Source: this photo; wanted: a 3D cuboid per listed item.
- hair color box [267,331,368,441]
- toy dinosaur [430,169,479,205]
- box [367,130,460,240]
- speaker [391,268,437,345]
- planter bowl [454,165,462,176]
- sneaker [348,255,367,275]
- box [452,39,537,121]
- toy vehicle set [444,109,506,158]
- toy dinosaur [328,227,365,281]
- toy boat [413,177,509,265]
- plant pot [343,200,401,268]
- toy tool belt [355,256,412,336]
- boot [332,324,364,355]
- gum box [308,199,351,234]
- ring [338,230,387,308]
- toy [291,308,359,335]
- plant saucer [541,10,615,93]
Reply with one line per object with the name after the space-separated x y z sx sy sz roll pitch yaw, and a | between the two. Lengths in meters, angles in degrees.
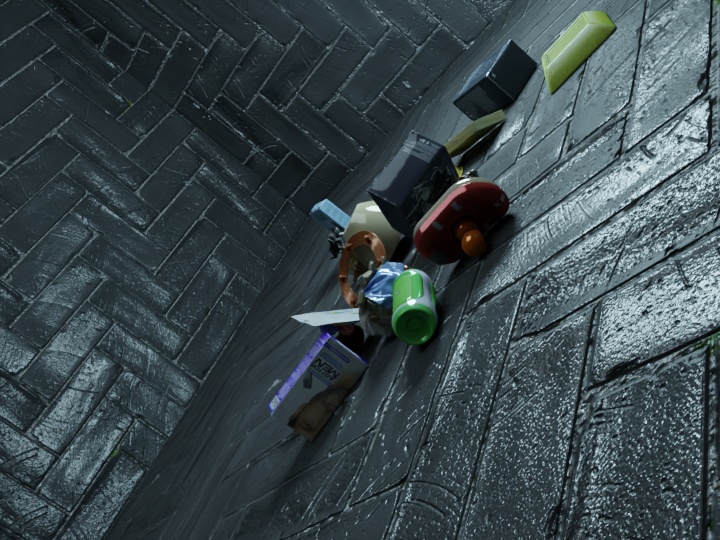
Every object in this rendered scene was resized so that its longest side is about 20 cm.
-0.089 0.241 1.575 0.200 0.109 0.065 -53 16 -2 | hair color box
0.209 -0.155 1.737 0.136 0.102 0.200 80 -150 -74 | toy dinosaur
0.136 -0.191 1.787 0.182 0.104 0.200 -53 -31 -7 | box
0.101 0.065 1.433 0.088 0.088 0.200 -48 12 17 | speaker
0.179 -0.226 2.032 0.200 0.083 0.200 -49 12 14 | planter bowl
0.033 -0.065 2.203 0.200 0.076 0.088 -50 -11 21 | sneaker
0.375 -0.525 2.120 0.149 0.107 0.200 -56 11 -20 | box
0.284 -0.353 2.016 0.124 0.027 0.200 -27 -5 -35 | toy vehicle set
-0.015 -0.072 2.122 0.102 0.135 0.201 35 -120 -79 | toy dinosaur
0.204 -0.078 1.446 0.200 0.130 0.131 -49 42 20 | toy boat
0.032 -0.105 1.998 0.200 0.134 0.201 -156 90 -87 | plant pot
0.055 0.034 1.584 0.125 0.123 0.200 1 43 32 | toy tool belt
-0.075 0.212 1.718 0.200 0.073 0.151 -50 7 -37 | boot
-0.062 -0.147 2.453 0.045 0.200 0.170 -54 11 -10 | gum box
0.000 0.000 1.896 0.200 0.019 0.201 -9 79 52 | ring
-0.037 0.116 1.659 0.200 0.047 0.115 -9 10 -29 | toy
0.501 -0.531 1.788 0.200 0.048 0.200 -46 13 27 | plant saucer
